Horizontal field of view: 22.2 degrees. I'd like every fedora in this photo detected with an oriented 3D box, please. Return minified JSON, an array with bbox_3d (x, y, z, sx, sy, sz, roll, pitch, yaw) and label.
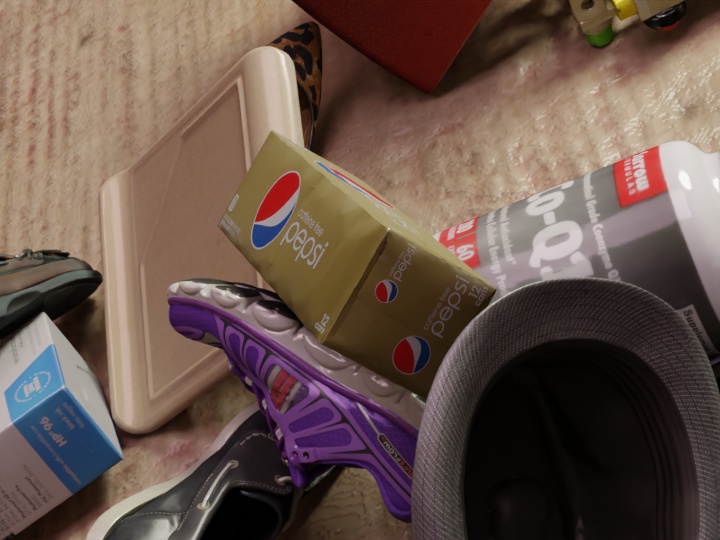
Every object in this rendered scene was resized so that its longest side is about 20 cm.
[{"bbox_3d":[0.087,0.107,0.879,0.176,0.201,0.090,-6,-3,-27],"label":"fedora"}]

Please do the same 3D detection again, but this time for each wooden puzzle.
[{"bbox_3d":[-0.093,-0.014,1.130,0.200,0.037,0.186,-32,56,44],"label":"wooden puzzle"}]

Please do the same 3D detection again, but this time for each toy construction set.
[{"bbox_3d":[0.195,-0.224,1.191,0.200,0.092,0.131,-38,38,14],"label":"toy construction set"}]

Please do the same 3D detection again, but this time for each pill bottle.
[{"bbox_3d":[0.144,0.000,0.973,0.199,0.114,0.114,-22,41,15],"label":"pill bottle"}]

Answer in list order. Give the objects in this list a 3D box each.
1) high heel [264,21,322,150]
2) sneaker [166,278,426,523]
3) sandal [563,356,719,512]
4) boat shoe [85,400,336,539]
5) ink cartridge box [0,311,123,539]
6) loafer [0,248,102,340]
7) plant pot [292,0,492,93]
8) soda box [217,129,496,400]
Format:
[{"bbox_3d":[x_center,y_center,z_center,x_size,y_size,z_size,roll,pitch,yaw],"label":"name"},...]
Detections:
[{"bbox_3d":[-0.039,-0.090,1.199,0.142,0.071,0.201,-10,51,54],"label":"high heel"},{"bbox_3d":[-0.034,0.066,0.970,0.200,0.081,0.084,31,99,31],"label":"sneaker"},{"bbox_3d":[0.181,0.076,0.926,0.199,0.043,0.076,-21,41,16],"label":"sandal"},{"bbox_3d":[-0.060,0.127,0.993,0.067,0.072,0.200,10,31,37],"label":"boat shoe"},{"bbox_3d":[-0.255,0.127,1.147,0.200,0.068,0.116,-35,27,0],"label":"ink cartridge box"},{"bbox_3d":[-0.237,0.009,1.186,0.072,0.063,0.200,-38,-6,24],"label":"loafer"},{"bbox_3d":[0.011,-0.277,1.230,0.200,0.176,0.200,-56,23,39],"label":"plant pot"},{"bbox_3d":[-0.008,-0.008,0.928,0.064,0.068,0.200,-59,25,5],"label":"soda box"}]
